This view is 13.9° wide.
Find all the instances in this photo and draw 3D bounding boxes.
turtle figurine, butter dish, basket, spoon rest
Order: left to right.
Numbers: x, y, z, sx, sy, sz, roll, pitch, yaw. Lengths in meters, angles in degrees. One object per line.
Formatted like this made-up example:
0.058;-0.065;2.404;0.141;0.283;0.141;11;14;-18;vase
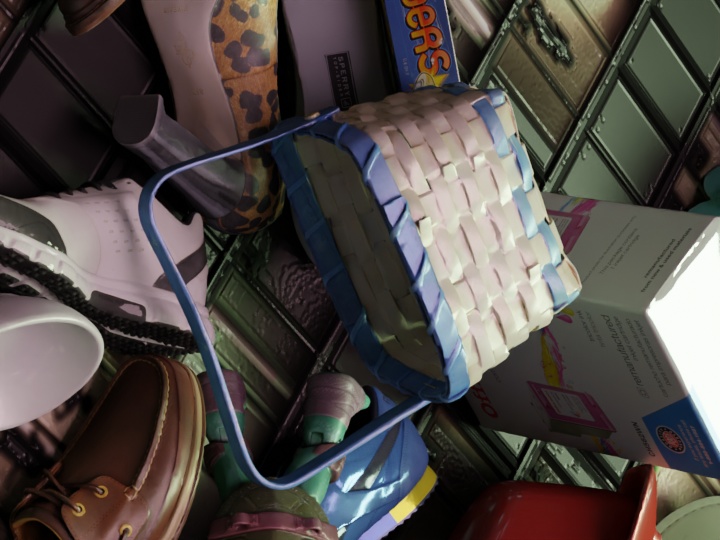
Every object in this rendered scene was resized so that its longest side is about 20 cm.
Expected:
-0.206;0.036;1.431;0.200;0.099;0.061;27;33;-48;spoon rest
-0.048;0.151;1.565;0.150;0.101;0.200;11;62;-16;turtle figurine
0.000;0.000;1.534;0.200;0.139;0.177;-25;104;-23;basket
0.086;0.197;1.743;0.199;0.148;0.200;86;21;-83;butter dish

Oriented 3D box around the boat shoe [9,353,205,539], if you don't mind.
-0.142;0.132;1.526;0.068;0.072;0.200;34;74;-44;boat shoe

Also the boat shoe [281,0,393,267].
-0.009;-0.095;1.649;0.057;0.069;0.200;-92;178;-67;boat shoe

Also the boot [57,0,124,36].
-0.125;-0.221;1.513;0.097;0.075;0.200;39;65;-24;boot

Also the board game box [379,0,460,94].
0.034;-0.122;1.652;0.135;0.034;0.200;-100;178;-70;board game box

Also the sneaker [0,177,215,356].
-0.151;-0.014;1.510;0.200;0.074;0.080;24;63;-51;sneaker

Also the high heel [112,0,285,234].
-0.061;-0.124;1.594;0.143;0.071;0.200;41;64;-54;high heel

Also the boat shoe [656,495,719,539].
0.186;0.218;1.914;0.072;0.061;0.201;48;50;2;boat shoe

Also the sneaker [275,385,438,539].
-0.037;0.144;1.656;0.200;0.066;0.078;-46;116;-35;sneaker

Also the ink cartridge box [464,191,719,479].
0.136;0.033;1.727;0.085;0.200;0.145;-49;128;-26;ink cartridge box

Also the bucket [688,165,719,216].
0.319;0.015;1.972;0.207;0.135;0.208;-8;101;-47;bucket
